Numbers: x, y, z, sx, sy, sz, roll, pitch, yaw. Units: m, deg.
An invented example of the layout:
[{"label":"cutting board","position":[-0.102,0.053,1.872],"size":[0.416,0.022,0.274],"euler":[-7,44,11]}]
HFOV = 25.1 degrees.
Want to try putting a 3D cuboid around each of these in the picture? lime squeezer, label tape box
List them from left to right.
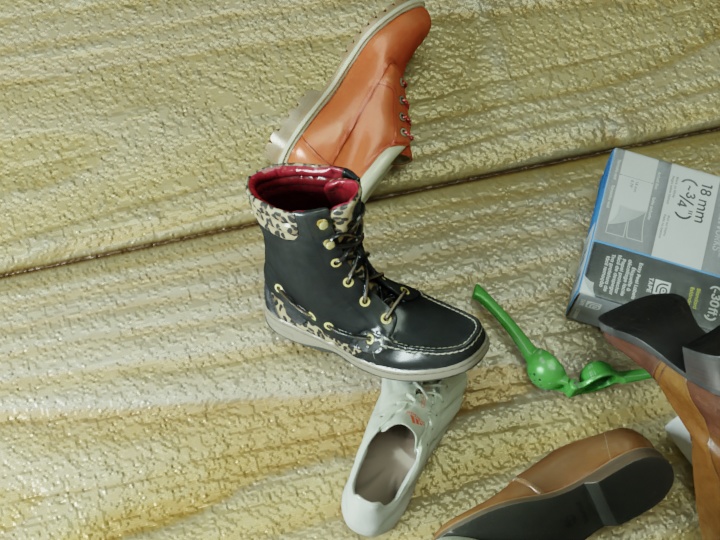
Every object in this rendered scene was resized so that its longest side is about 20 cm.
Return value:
[{"label":"lime squeezer","position":[0.181,0.074,1.334],"size":[0.199,0.038,0.071],"euler":[16,47,3]},{"label":"label tape box","position":[0.289,-0.005,1.360],"size":[0.199,0.063,0.145],"euler":[16,66,3]}]

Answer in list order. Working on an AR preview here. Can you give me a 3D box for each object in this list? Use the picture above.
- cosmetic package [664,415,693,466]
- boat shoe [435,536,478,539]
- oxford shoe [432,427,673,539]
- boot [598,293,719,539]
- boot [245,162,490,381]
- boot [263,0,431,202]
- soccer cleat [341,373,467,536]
[{"label":"cosmetic package","position":[0.334,0.095,1.250],"size":[0.051,0.200,0.083],"euler":[-10,61,-48]},{"label":"boat shoe","position":[0.129,0.268,1.205],"size":[0.200,0.068,0.072],"euler":[37,93,6]},{"label":"oxford shoe","position":[0.143,0.182,1.272],"size":[0.199,0.072,0.071],"euler":[-22,32,-6]},{"label":"boot","position":[0.264,0.126,1.248],"size":[0.068,0.188,0.201],"euler":[-27,113,-25]},{"label":"boot","position":[0.000,0.000,1.255],"size":[0.199,0.151,0.073],"euler":[17,47,30]},{"label":"boot","position":[0.017,-0.145,1.400],"size":[0.107,0.075,0.200],"euler":[35,76,7]},{"label":"soccer cleat","position":[0.039,0.115,1.275],"size":[0.069,0.078,0.201],"euler":[21,65,4]}]
